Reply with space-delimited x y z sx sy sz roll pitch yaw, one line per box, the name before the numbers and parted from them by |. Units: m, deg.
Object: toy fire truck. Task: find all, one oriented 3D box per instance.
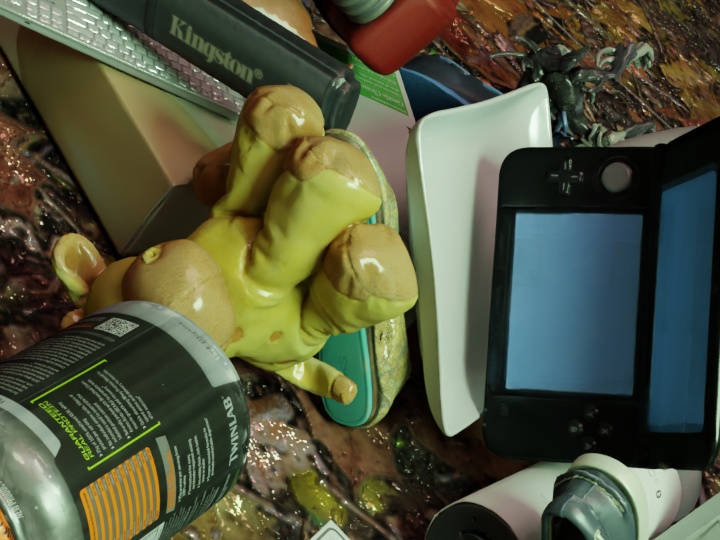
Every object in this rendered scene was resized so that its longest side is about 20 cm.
toy fire truck | 0.006 -0.202 1.132 0.176 0.128 0.201 42 18 -34

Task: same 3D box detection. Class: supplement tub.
supplement tub | -0.153 0.101 0.865 0.123 0.123 0.200 47 34 8

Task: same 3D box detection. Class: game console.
game console | 0.146 0.015 1.055 0.116 0.174 0.202 20 74 -65

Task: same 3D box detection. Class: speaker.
speaker | 0.126 0.161 1.117 0.199 0.081 0.081 -16 63 -52

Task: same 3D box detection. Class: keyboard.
keyboard | -0.158 -0.150 1.107 0.199 0.011 0.057 23 38 -28

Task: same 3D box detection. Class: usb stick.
usb stick | -0.088 -0.145 1.077 0.199 0.056 0.033 33 35 17

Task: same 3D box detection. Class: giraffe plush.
giraffe plush | -0.088 0.011 1.010 0.161 0.201 0.173 -20 57 -34

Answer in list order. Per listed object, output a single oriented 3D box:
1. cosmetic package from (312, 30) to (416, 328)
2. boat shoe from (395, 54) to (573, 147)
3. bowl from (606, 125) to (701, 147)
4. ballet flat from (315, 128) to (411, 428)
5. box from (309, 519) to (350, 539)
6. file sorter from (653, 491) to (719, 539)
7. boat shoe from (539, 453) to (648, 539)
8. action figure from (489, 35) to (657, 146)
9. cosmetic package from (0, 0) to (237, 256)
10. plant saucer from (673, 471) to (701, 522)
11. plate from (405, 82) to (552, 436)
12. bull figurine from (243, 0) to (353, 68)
cosmetic package | -0.013 -0.063 1.222 0.107 0.085 0.201 18 40 -37
boat shoe | 0.114 -0.101 1.299 0.200 0.084 0.069 43 43 6
bowl | 0.193 -0.005 1.226 0.074 0.202 0.199 14 16 28
ballet flat | 0.000 0.000 1.091 0.070 0.202 0.071 -3 23 1
box | 0.011 0.244 0.927 0.200 0.060 0.116 47 34 7
file sorter | 0.291 0.199 1.141 0.138 0.200 0.125 2 54 -43
boat shoe | 0.136 0.204 1.016 0.074 0.202 0.062 19 37 33
action figure | 0.200 -0.136 1.499 0.200 0.119 0.102 46 42 -11
cosmetic package | -0.149 -0.111 1.148 0.105 0.071 0.201 -8 57 -50
plant saucer | 0.187 0.092 1.293 0.200 0.039 0.202 26 37 -22
plate | 0.080 -0.013 1.155 0.199 0.032 0.202 -23 111 -58
bull figurine | -0.082 -0.176 1.161 0.200 0.065 0.121 44 7 -12
